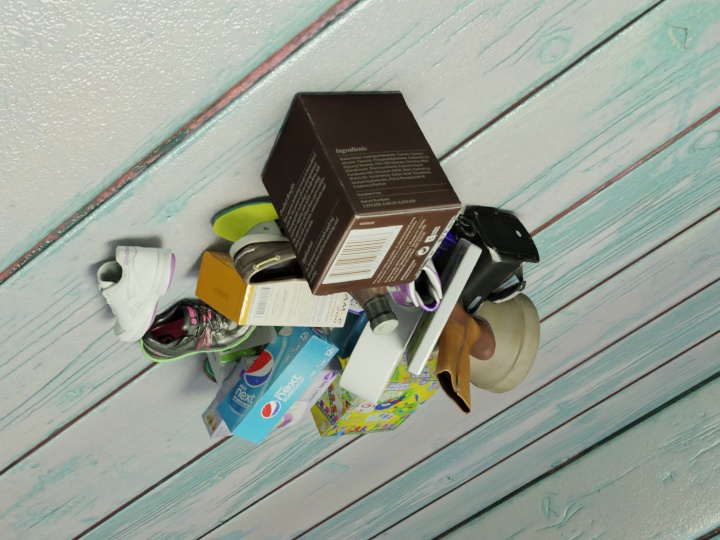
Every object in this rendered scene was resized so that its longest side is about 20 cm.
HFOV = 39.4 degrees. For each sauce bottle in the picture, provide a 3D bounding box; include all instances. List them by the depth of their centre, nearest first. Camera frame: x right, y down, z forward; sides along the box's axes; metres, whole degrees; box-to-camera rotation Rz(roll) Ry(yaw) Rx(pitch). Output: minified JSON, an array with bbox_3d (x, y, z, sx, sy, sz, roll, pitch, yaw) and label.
[{"bbox_3d":[0.000,0.000,1.480,0.065,0.201,0.066,-17,150,-10],"label":"sauce bottle"}]

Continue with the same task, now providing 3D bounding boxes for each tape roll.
[{"bbox_3d":[0.040,0.116,1.648,0.204,0.070,0.203,-63,175,-9],"label":"tape roll"}]

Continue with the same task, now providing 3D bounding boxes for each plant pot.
[{"bbox_3d":[0.209,0.117,1.890,0.172,0.202,0.200,16,134,-30],"label":"plant pot"}]

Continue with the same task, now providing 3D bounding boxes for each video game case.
[{"bbox_3d":[0.120,0.049,1.501,0.202,0.023,0.182,-63,-179,5],"label":"video game case"}]

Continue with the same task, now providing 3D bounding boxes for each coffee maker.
[{"bbox_3d":[0.170,-0.008,1.712,0.191,0.136,0.200,24,128,-24],"label":"coffee maker"}]

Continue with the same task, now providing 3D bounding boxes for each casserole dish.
[{"bbox_3d":[-0.003,0.083,1.710,0.122,0.039,0.200,-64,167,11],"label":"casserole dish"}]

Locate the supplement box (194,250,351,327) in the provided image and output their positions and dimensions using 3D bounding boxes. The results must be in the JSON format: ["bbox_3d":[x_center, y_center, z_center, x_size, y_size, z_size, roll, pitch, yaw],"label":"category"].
[{"bbox_3d":[-0.126,0.028,1.490,0.199,0.126,0.074,4,106,-44],"label":"supplement box"}]

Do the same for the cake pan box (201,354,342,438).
[{"bbox_3d":[-0.148,0.203,1.698,0.183,0.053,0.200,-4,145,-39],"label":"cake pan box"}]

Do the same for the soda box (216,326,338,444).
[{"bbox_3d":[-0.129,0.167,1.555,0.200,0.064,0.068,-50,137,7],"label":"soda box"}]

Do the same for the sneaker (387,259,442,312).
[{"bbox_3d":[0.080,0.030,1.458,0.072,0.115,0.201,-21,146,-2],"label":"sneaker"}]

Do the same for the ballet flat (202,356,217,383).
[{"bbox_3d":[-0.193,0.167,1.768,0.198,0.069,0.072,-11,169,-33],"label":"ballet flat"}]

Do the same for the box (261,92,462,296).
[{"bbox_3d":[-0.003,-0.101,1.304,0.163,0.201,0.166,-7,148,-30],"label":"box"}]

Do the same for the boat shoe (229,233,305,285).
[{"bbox_3d":[-0.081,-0.015,1.394,0.198,0.060,0.072,-3,144,-31],"label":"boat shoe"}]

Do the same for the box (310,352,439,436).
[{"bbox_3d":[0.027,0.217,1.954,0.198,0.123,0.193,3,141,-41],"label":"box"}]

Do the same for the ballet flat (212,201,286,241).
[{"bbox_3d":[-0.108,-0.063,1.427,0.198,0.067,0.067,-10,147,-26],"label":"ballet flat"}]

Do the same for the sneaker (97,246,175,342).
[{"bbox_3d":[-0.328,0.027,1.418,0.099,0.075,0.201,12,138,-22],"label":"sneaker"}]

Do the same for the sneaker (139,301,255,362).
[{"bbox_3d":[-0.246,0.086,1.558,0.198,0.077,0.084,-21,156,-11],"label":"sneaker"}]

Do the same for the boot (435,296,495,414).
[{"bbox_3d":[0.174,0.143,1.624,0.068,0.201,0.189,-18,131,16],"label":"boot"}]

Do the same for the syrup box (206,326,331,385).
[{"bbox_3d":[-0.154,0.117,1.682,0.198,0.079,0.082,-14,150,-21],"label":"syrup box"}]

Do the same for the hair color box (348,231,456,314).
[{"bbox_3d":[0.037,-0.035,1.548,0.199,0.110,0.065,-36,150,20],"label":"hair color box"}]
